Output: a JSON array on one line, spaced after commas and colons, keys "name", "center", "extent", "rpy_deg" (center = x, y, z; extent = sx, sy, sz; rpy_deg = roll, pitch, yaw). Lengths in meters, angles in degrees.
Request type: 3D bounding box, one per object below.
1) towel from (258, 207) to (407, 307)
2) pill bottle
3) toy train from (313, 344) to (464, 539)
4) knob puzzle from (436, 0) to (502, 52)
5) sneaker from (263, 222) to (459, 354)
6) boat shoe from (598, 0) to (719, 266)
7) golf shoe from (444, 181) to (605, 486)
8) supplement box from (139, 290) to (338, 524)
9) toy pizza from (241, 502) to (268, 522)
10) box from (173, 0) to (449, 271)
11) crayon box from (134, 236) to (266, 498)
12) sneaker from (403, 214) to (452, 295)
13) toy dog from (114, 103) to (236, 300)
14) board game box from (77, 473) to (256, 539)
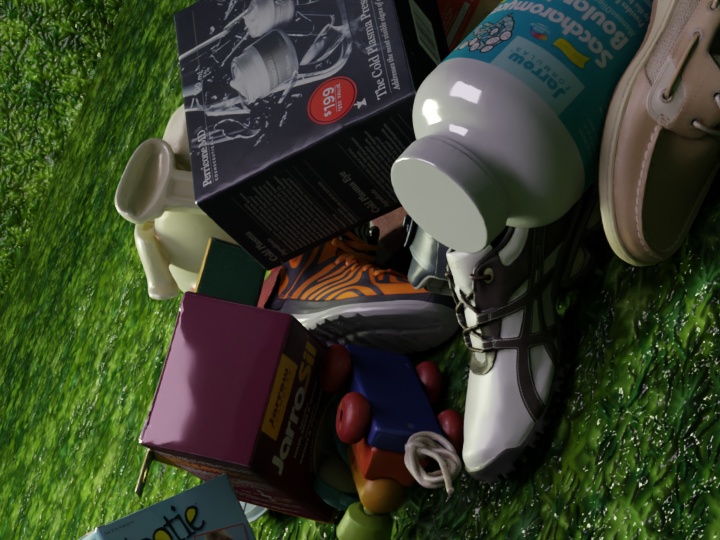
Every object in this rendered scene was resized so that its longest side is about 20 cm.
[{"name": "towel", "center": [-0.029, 0.004, 1.358], "extent": [0.200, 0.023, 0.144], "rpy_deg": [-48, 24, 11]}, {"name": "pill bottle", "center": [0.105, -0.101, 0.949], "extent": [0.200, 0.111, 0.111], "rpy_deg": [-47, 11, -24]}, {"name": "toy train", "center": [0.016, 0.140, 1.100], "extent": [0.200, 0.084, 0.116], "rpy_deg": [-114, 38, -63]}, {"name": "knob puzzle", "center": [0.015, -0.216, 1.325], "extent": [0.220, 0.219, 0.030], "rpy_deg": [-63, -10, 16]}, {"name": "sneaker", "center": [0.000, 0.000, 1.225], "extent": [0.200, 0.077, 0.112], "rpy_deg": [-5, 62, 44]}, {"name": "boat shoe", "center": [0.185, -0.098, 0.901], "extent": [0.064, 0.071, 0.201], "rpy_deg": [16, 92, 48]}, {"name": "golf shoe", "center": [0.083, 0.027, 1.010], "extent": [0.078, 0.094, 0.201], "rpy_deg": [0, 71, 68]}, {"name": "supplement box", "center": [-0.070, 0.103, 1.187], "extent": [0.200, 0.085, 0.111], "rpy_deg": [50, -127, -65]}, {"name": "toy pizza", "center": [-0.061, 0.117, 1.388], "extent": [0.200, 0.032, 0.201], "rpy_deg": [-54, 24, 38]}, {"name": "box", "center": [-0.030, -0.134, 1.227], "extent": [0.182, 0.104, 0.201], "rpy_deg": [-26, 50, 18]}, {"name": "crayon box", "center": [-0.123, 0.086, 1.298], "extent": [0.126, 0.051, 0.201], "rpy_deg": [123, 163, -79]}, {"name": "sneaker", "center": [0.084, -0.060, 1.118], "extent": [0.202, 0.077, 0.147], "rpy_deg": [-49, -35, -60]}, {"name": "toy dog", "center": [-0.138, -0.053, 1.470], "extent": [0.200, 0.139, 0.195], "rpy_deg": [94, 174, -59]}, {"name": "board game box", "center": [-0.110, 0.256, 1.113], "extent": [0.103, 0.105, 0.201], "rpy_deg": [-37, 76, 56]}]
